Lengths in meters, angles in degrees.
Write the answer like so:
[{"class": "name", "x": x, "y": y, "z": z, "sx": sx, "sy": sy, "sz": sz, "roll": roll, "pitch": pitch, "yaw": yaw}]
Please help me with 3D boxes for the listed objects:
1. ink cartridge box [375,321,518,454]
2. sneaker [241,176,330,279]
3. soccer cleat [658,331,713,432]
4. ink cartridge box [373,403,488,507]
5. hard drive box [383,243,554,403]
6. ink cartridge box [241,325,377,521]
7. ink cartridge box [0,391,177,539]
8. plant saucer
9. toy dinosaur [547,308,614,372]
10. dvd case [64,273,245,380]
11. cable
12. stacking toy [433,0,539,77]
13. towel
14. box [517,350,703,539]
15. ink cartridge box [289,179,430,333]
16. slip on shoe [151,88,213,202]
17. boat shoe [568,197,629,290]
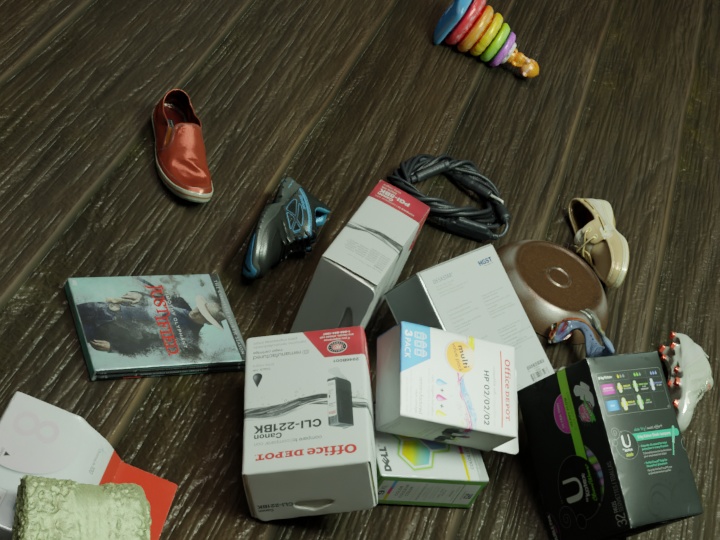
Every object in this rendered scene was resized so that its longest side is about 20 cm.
[{"class": "ink cartridge box", "x": 0.119, "y": 0.141, "z": 1.486, "sx": 0.197, "sy": 0.068, "sz": 0.117, "roll": 13, "pitch": 64, "yaw": -24}, {"class": "sneaker", "x": -0.098, "y": -0.051, "z": 1.686, "sx": 0.081, "sy": 0.074, "sz": 0.201, "roll": 28, "pitch": 40, "yaw": -2}, {"class": "soccer cleat", "x": 0.465, "y": 0.163, "z": 1.790, "sx": 0.077, "sy": 0.070, "sz": 0.201, "roll": 27, "pitch": 37, "yaw": -5}, {"class": "ink cartridge box", "x": 0.044, "y": 0.217, "z": 1.491, "sx": 0.197, "sy": 0.060, "sz": 0.105, "roll": 7, "pitch": 44, "yaw": -24}, {"class": "hard drive box", "x": 0.143, "y": 0.086, "z": 1.621, "sx": 0.155, "sy": 0.077, "sz": 0.203, "roll": -19, "pitch": 81, "yaw": -42}, {"class": "ink cartridge box", "x": -0.057, "y": 0.169, "z": 1.426, "sx": 0.142, "sy": 0.085, "sz": 0.202, "roll": -6, "pitch": 45, "yaw": 3}, {"class": "ink cartridge box", "x": -0.295, "y": 0.229, "z": 1.295, "sx": 0.197, "sy": 0.058, "sz": 0.164, "roll": 20, "pitch": 40, "yaw": -4}, {"class": "plant saucer", "x": 0.285, "y": 0.020, "z": 1.861, "sx": 0.197, "sy": 0.037, "sz": 0.202, "roll": 17, "pitch": 40, "yaw": -15}, {"class": "toy dinosaur", "x": 0.322, "y": 0.149, "z": 1.737, "sx": 0.200, "sy": 0.104, "sz": 0.183, "roll": 49, "pitch": 23, "yaw": -30}, {"class": "dvd case", "x": -0.244, "y": 0.064, "z": 1.519, "sx": 0.197, "sy": 0.022, "sz": 0.147, "roll": 0, "pitch": 47, "yaw": -31}, {"class": "cable", "x": 0.134, "y": -0.124, "z": 1.915, "sx": 0.197, "sy": 0.051, "sz": 0.165, "roll": 16, "pitch": 41, "yaw": -14}, {"class": "stacking toy", "x": 0.238, "y": -0.409, "z": 2.252, "sx": 0.199, "sy": 0.110, "sz": 0.117, "roll": 35, "pitch": 54, "yaw": -8}, {"class": "towel", "x": -0.267, "y": 0.297, "z": 1.214, "sx": 0.147, "sy": 0.036, "sz": 0.203, "roll": 13, "pitch": 55, "yaw": -33}, {"class": "box", "x": 0.297, "y": 0.217, "z": 1.523, "sx": 0.123, "sy": 0.148, "sz": 0.203, "roll": -3, "pitch": 70, "yaw": -32}, {"class": "ink cartridge box", "x": 0.000, "y": 0.000, "z": 1.629, "sx": 0.082, "sy": 0.148, "sz": 0.200, "roll": 29, "pitch": 39, "yaw": 5}, {"class": "slip on shoe", "x": -0.245, "y": -0.172, "z": 1.740, "sx": 0.073, "sy": 0.062, "sz": 0.202, "roll": 5, "pitch": 46, "yaw": -28}, {"class": "boat shoe", "x": 0.360, "y": -0.044, "z": 1.949, "sx": 0.068, "sy": 0.074, "sz": 0.201, "roll": 14, "pitch": 32, "yaw": -14}]
